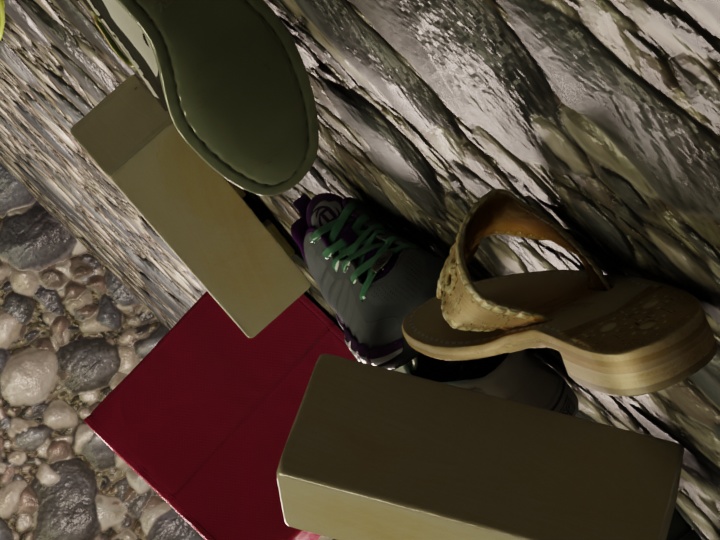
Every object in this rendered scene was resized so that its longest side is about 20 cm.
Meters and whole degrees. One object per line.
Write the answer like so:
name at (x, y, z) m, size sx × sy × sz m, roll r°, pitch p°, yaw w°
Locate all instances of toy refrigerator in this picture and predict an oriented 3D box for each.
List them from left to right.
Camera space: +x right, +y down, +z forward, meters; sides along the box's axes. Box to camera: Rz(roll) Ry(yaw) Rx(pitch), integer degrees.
toy refrigerator at (-0.119, -0.046, 1.616) m, size 0.076 × 0.070 × 0.200 m, roll 45°, pitch 175°, yaw 48°
toy refrigerator at (0.063, 0.115, 1.180) m, size 0.199 × 0.076 × 0.070 m, roll 13°, pitch 150°, yaw 11°

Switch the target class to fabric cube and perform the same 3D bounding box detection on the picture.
fabric cube at (-0.088, 0.130, 1.879) m, size 0.200 × 0.199 × 0.196 m, roll 43°, pitch 173°, yaw 7°

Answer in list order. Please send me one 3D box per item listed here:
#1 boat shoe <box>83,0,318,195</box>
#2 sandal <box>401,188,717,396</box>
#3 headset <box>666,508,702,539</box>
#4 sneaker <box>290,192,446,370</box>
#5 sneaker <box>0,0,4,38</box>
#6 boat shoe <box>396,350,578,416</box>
boat shoe at (-0.088, -0.124, 1.081) m, size 0.202 × 0.072 × 0.061 m, roll 56°, pitch 171°, yaw -28°
sandal at (0.074, -0.003, 0.957) m, size 0.211 × 0.077 × 0.070 m, roll 14°, pitch 130°, yaw 63°
headset at (0.187, 0.204, 1.286) m, size 0.201 × 0.094 × 0.124 m, roll 54°, pitch 174°, yaw 8°
sneaker at (0.000, 0.000, 1.259) m, size 0.088 × 0.074 × 0.200 m, roll 51°, pitch 171°, yaw -12°
sneaker at (-0.341, -0.231, 1.702) m, size 0.074 × 0.084 × 0.200 m, roll 37°, pitch 170°, yaw 35°
boat shoe at (0.048, 0.054, 1.295) m, size 0.066 × 0.072 × 0.200 m, roll 52°, pitch 168°, yaw -25°
